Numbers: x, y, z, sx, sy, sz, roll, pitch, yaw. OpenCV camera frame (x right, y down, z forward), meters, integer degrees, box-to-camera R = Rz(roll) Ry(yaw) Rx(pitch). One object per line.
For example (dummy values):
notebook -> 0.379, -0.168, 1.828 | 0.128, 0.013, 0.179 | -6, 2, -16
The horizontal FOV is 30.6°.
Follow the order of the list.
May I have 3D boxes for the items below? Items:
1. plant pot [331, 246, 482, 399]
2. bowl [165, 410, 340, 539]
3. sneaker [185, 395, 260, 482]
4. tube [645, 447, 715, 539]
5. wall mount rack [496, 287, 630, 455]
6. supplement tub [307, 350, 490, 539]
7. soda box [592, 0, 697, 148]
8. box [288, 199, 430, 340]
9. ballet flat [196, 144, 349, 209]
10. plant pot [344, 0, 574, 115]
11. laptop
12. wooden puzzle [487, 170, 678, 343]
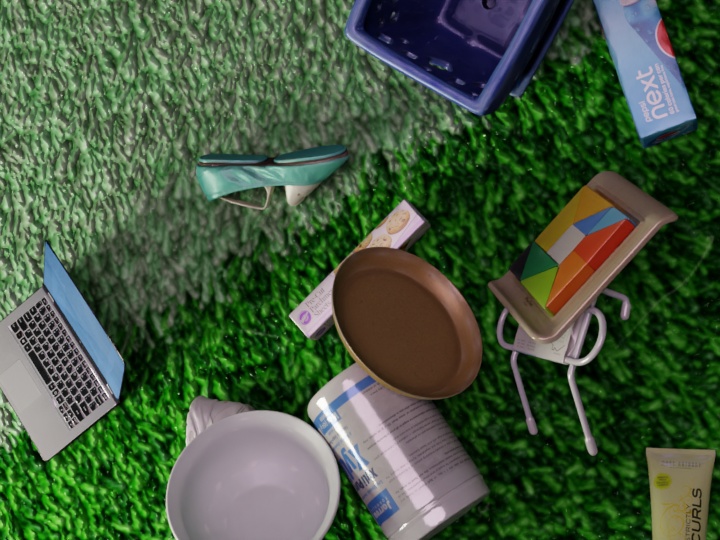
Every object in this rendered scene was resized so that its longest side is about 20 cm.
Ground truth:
plant pot -> 0.049, 0.063, 1.498 | 0.201, 0.199, 0.028 | 54, 133, 14
bowl -> -0.115, 0.268, 1.494 | 0.198, 0.091, 0.203 | -3, 54, 5
sneaker -> -0.160, 0.251, 1.576 | 0.098, 0.078, 0.203 | -1, 85, 11
tube -> 0.344, 0.286, 1.429 | 0.058, 0.052, 0.202 | 22, 59, -21
wall mount rack -> 0.223, 0.101, 1.459 | 0.074, 0.200, 0.176 | 19, 86, -26
supplement tub -> 0.042, 0.203, 1.496 | 0.131, 0.132, 0.201 | -36, 75, 8
soda box -> 0.321, -0.248, 1.506 | 0.067, 0.064, 0.202 | -19, 80, 12
box -> 0.000, 0.000, 1.577 | 0.200, 0.039, 0.041 | -44, 75, 6
ballet flat -> -0.104, -0.112, 1.613 | 0.198, 0.067, 0.071 | -3, 107, 15
plant pot -> 0.130, -0.308, 1.489 | 0.199, 0.179, 0.201 | 33, 111, 16
laptop -> -0.388, 0.103, 1.631 | 0.199, 0.116, 0.188 | -38, 75, 8
wooden puzzle -> 0.235, -0.024, 1.453 | 0.200, 0.185, 0.037 | -44, 111, 5
